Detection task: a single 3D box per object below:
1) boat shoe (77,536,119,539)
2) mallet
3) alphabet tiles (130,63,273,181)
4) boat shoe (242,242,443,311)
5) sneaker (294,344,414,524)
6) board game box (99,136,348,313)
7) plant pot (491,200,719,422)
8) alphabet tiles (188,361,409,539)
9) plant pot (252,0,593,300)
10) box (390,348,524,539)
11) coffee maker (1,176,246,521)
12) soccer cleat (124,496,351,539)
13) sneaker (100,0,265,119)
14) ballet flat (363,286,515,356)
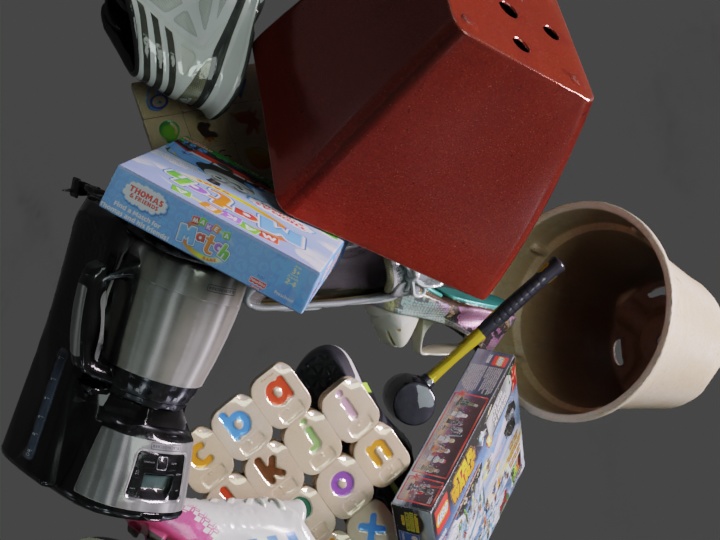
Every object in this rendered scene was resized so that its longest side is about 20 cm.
[{"bbox_3d":[-0.130,0.258,1.176,0.068,0.199,0.072,3,111,-81],"label":"boat shoe"},{"bbox_3d":[0.100,0.060,1.355,0.200,0.066,0.041,-41,98,4],"label":"mallet"},{"bbox_3d":[-0.065,-0.091,1.251,0.198,0.008,0.168,-12,71,-25],"label":"alphabet tiles"},{"bbox_3d":[-0.001,-0.001,1.279,0.200,0.065,0.075,-3,124,-7],"label":"boat shoe"},{"bbox_3d":[0.001,0.150,1.350,0.083,0.071,0.202,-45,119,-59],"label":"sneaker"},{"bbox_3d":[-0.086,-0.037,1.108,0.150,0.200,0.037,28,103,0],"label":"board game box"},{"bbox_3d":[0.247,0.054,1.483,0.183,0.199,0.203,18,77,-49],"label":"plant pot"},{"bbox_3d":[-0.058,0.181,1.270,0.200,0.015,0.196,-38,111,-10],"label":"alphabet tiles"},{"bbox_3d":[0.057,-0.133,1.171,0.199,0.176,0.201,24,36,-31],"label":"plant pot"},{"bbox_3d":[0.088,0.184,1.364,0.200,0.040,0.138,-55,147,-44],"label":"box"},{"bbox_3d":[-0.171,0.059,1.146,0.134,0.192,0.202,18,97,-23],"label":"coffee maker"},{"bbox_3d":[-0.092,0.204,1.225,0.199,0.070,0.087,33,70,-24],"label":"soccer cleat"},{"bbox_3d":[-0.135,-0.228,1.231,0.115,0.076,0.202,22,62,-24],"label":"sneaker"},{"bbox_3d":[0.055,0.038,1.394,0.199,0.069,0.072,19,96,-38],"label":"ballet flat"}]
